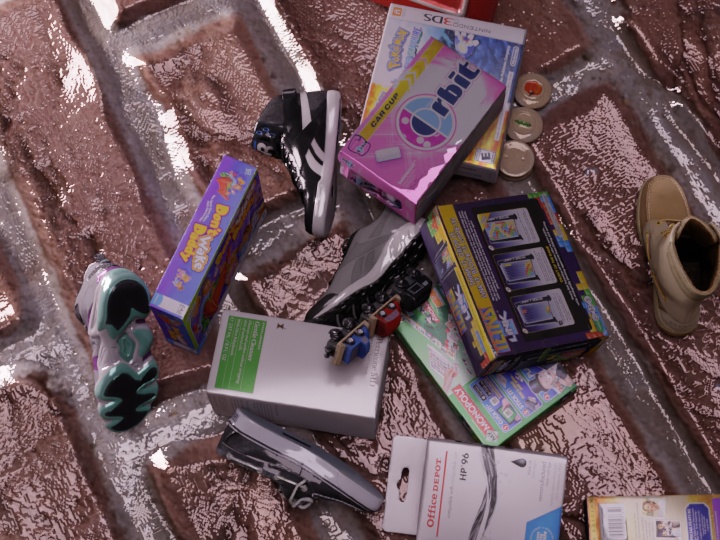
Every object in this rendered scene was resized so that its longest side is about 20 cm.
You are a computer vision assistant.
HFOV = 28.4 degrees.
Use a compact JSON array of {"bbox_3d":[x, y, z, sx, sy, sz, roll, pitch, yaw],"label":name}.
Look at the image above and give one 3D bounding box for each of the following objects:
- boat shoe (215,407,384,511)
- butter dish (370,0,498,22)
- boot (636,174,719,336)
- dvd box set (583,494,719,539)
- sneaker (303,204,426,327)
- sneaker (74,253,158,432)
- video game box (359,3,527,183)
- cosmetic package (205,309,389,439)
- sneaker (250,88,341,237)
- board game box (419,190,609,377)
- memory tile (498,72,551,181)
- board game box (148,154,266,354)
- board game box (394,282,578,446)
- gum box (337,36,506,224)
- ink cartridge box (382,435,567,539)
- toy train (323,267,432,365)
[{"bbox_3d":[-0.070,0.233,1.614,0.198,0.074,0.069,29,93,-8],"label":"boat shoe"},{"bbox_3d":[0.105,-0.433,1.817,0.198,0.201,0.149,21,48,9],"label":"butter dish"},{"bbox_3d":[0.374,-0.041,1.661,0.072,0.156,0.203,-2,70,1],"label":"boot"},{"bbox_3d":[0.354,0.327,1.594,0.197,0.029,0.148,-2,70,0],"label":"dvd box set"},{"bbox_3d":[0.000,0.000,1.708,0.079,0.074,0.200,36,68,23],"label":"sneaker"},{"bbox_3d":[-0.294,0.078,1.676,0.077,0.140,0.203,-5,112,-29],"label":"sneaker"},{"bbox_3d":[0.102,-0.224,1.778,0.180,0.047,0.203,11,71,8],"label":"video game box"},{"bbox_3d":[-0.070,0.121,1.652,0.197,0.085,0.109,7,67,5],"label":"cosmetic package"},{"bbox_3d":[-0.084,-0.131,1.757,0.110,0.073,0.202,2,62,6],"label":"sneaker"},{"bbox_3d":[0.179,0.014,1.666,0.163,0.057,0.202,-8,65,-25],"label":"board game box"},{"bbox_3d":[0.135,-0.202,1.800,0.197,0.017,0.155,16,71,7],"label":"memory tile"},{"bbox_3d":[-0.177,-0.016,1.678,0.044,0.135,0.202,22,72,9],"label":"board game box"},{"bbox_3d":[0.144,0.100,1.684,0.134,0.029,0.201,-34,73,-9],"label":"board game box"},{"bbox_3d":[0.072,-0.164,1.697,0.113,0.066,0.201,34,74,13],"label":"gum box"},{"bbox_3d":[0.126,0.253,1.594,0.197,0.068,0.118,7,86,4],"label":"ink cartridge box"},{"bbox_3d":[0.024,0.054,1.627,0.046,0.034,0.200,32,41,19],"label":"toy train"}]
